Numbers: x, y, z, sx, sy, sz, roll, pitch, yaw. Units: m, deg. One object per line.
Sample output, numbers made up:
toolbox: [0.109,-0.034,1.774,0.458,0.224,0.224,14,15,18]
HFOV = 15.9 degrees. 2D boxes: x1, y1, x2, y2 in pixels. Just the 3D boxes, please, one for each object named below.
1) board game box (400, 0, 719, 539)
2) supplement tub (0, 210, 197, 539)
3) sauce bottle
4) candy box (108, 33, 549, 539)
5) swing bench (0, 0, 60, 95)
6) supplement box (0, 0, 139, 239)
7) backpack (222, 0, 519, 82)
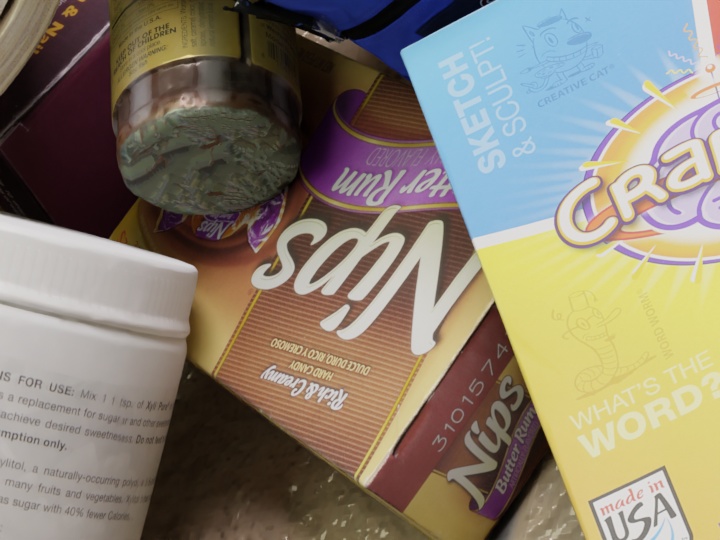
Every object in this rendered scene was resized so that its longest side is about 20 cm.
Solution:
board game box: [0.109,-0.014,0.686,0.152,0.040,0.201,-27,51,9]
supplement tub: [-0.135,0.080,0.809,0.132,0.131,0.201,16,91,52]
sauce bottle: [-0.055,-0.113,0.879,0.065,0.065,0.201,-28,47,29]
candy box: [0.000,0.000,0.837,0.117,0.056,0.200,-54,35,-3]
swing bench: [-0.200,-0.116,0.844,0.199,0.199,0.131,-132,37,-65]
supplement box: [-0.146,-0.090,0.995,0.199,0.086,0.110,26,67,39]
backpack: [0.032,-0.142,0.802,0.162,0.199,0.169,-35,41,45]
